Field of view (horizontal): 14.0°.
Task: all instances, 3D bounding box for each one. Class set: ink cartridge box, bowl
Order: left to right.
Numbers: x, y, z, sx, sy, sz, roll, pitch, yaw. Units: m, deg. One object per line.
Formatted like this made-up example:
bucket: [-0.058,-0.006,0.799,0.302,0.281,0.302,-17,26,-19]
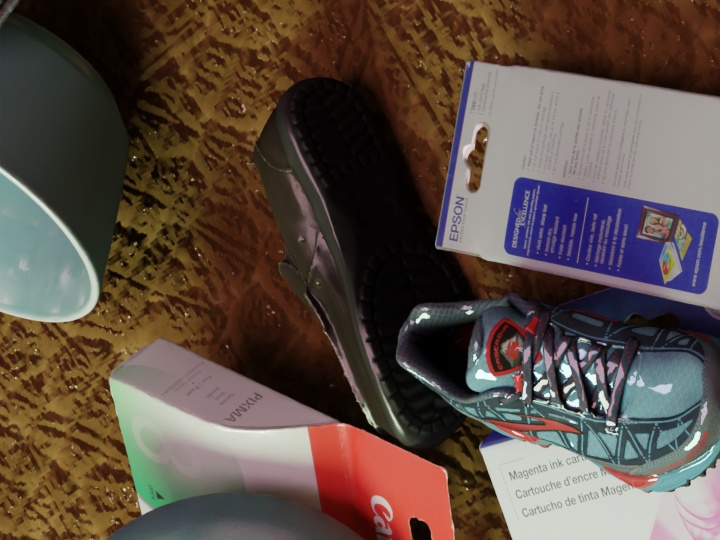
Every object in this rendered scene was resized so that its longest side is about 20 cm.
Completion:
bowl: [-0.207,-0.072,1.611,0.200,0.105,0.201,25,156,12]
ink cartridge box: [-0.038,0.138,1.568,0.200,0.050,0.161,25,140,34]
ink cartridge box: [0.132,-0.040,1.402,0.200,0.039,0.100,14,96,35]
ink cartridge box: [0.153,0.104,1.441,0.196,0.043,0.200,-21,91,42]

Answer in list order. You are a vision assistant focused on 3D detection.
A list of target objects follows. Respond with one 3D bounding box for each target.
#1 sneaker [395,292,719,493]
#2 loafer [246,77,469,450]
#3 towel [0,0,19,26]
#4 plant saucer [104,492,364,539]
sneaker: [0.094,0.054,1.396,0.200,0.095,0.080,5,78,49]
loafer: [0.000,0.000,1.525,0.071,0.073,0.200,-29,78,54]
towel: [-0.226,-0.207,1.569,0.165,0.200,0.086,19,154,33]
plant saucer: [-0.066,0.215,1.536,0.200,0.027,0.201,0,106,-1]
